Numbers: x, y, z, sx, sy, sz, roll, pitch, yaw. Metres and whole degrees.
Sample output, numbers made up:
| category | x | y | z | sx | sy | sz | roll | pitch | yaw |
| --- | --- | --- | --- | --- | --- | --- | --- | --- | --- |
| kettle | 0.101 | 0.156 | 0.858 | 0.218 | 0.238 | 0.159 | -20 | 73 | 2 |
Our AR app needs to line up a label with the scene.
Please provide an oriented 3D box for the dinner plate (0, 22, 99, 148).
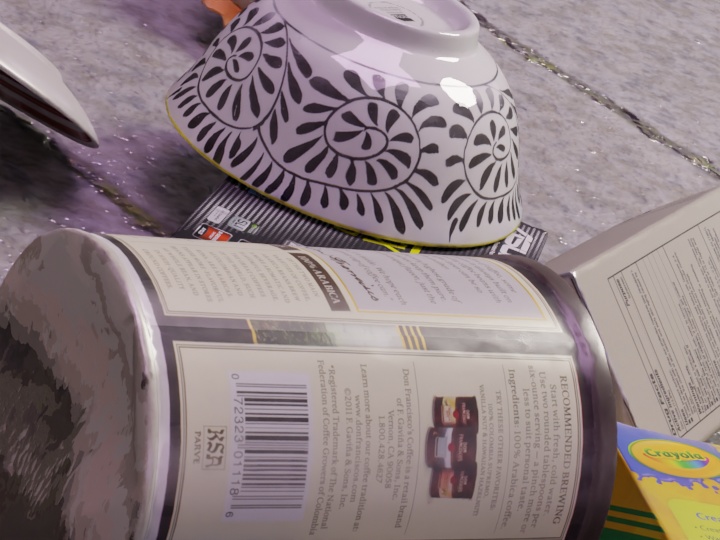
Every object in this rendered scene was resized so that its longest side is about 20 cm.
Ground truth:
| category | x | y | z | sx | sy | sz | roll | pitch | yaw |
| --- | --- | --- | --- | --- | --- | --- | --- | --- | --- |
| dinner plate | -0.211 | -0.124 | 1.119 | 0.200 | 0.024 | 0.200 | 32 | -7 | 4 |

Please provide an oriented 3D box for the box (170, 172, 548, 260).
| category | x | y | z | sx | sy | sz | roll | pitch | yaw |
| --- | --- | --- | --- | --- | --- | --- | --- | --- | --- |
| box | 0.000 | 0.000 | 1.119 | 0.160 | 0.044 | 0.200 | 22 | 24 | 6 |

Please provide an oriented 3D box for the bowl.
| category | x | y | z | sx | sy | sz | roll | pitch | yaw |
| --- | --- | --- | --- | --- | --- | --- | --- | --- | --- |
| bowl | 0.007 | -0.101 | 1.172 | 0.200 | 0.094 | 0.201 | 18 | 23 | -8 |

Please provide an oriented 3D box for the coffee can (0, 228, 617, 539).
| category | x | y | z | sx | sy | sz | roll | pitch | yaw |
| --- | --- | --- | --- | --- | --- | --- | --- | --- | --- |
| coffee can | -0.026 | 0.061 | 0.842 | 0.200 | 0.147 | 0.146 | 4 | 29 | -33 |

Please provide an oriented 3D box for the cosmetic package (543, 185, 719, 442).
| category | x | y | z | sx | sy | sz | roll | pitch | yaw |
| --- | --- | --- | --- | --- | --- | --- | --- | --- | --- |
| cosmetic package | 0.130 | 0.034 | 1.061 | 0.200 | 0.071 | 0.105 | -22 | 91 | -58 |

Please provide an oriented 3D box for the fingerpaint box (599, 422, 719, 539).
| category | x | y | z | sx | sy | sz | roll | pitch | yaw |
| --- | --- | --- | --- | --- | --- | --- | --- | --- | --- |
| fingerpaint box | 0.196 | 0.151 | 0.916 | 0.200 | 0.073 | 0.167 | 12 | 26 | -21 |

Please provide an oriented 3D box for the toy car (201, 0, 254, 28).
| category | x | y | z | sx | sy | sz | roll | pitch | yaw |
| --- | --- | --- | --- | --- | --- | --- | --- | --- | --- |
| toy car | -0.018 | -0.197 | 1.431 | 0.177 | 0.184 | 0.200 | 23 | 53 | 5 |
